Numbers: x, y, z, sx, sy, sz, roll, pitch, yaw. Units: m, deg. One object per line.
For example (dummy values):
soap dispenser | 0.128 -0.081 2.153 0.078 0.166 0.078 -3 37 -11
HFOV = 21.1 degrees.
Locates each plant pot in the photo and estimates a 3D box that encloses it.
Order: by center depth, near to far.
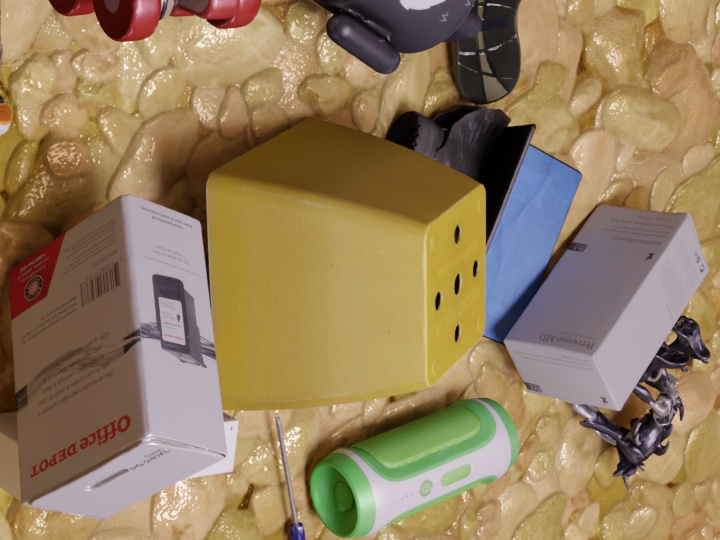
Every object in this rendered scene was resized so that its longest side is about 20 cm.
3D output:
plant pot | 0.000 0.000 1.583 0.200 0.175 0.202 -37 129 -60

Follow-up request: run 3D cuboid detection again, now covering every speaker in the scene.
speaker | 0.051 0.181 1.795 0.199 0.088 0.089 -18 115 -36

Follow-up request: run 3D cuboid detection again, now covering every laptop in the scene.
laptop | 0.150 -0.026 1.801 0.115 0.200 0.188 21 89 -9

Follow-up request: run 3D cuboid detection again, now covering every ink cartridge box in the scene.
ink cartridge box | -0.185 0.069 1.447 0.083 0.145 0.201 20 51 -44

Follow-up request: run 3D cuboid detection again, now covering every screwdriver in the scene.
screwdriver | -0.059 0.214 1.749 0.029 0.028 0.201 -49 137 -60

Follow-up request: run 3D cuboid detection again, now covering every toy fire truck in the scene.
toy fire truck | -0.151 -0.263 1.400 0.112 0.200 0.169 -12 115 -34

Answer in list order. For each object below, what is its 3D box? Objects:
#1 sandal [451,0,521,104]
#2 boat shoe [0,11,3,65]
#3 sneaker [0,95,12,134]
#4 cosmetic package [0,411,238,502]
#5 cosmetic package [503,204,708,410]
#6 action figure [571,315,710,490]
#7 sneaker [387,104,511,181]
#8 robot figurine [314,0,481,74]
sandal | 0.110 -0.245 1.734 0.079 0.057 0.202 -2 126 -10
boat shoe | -0.286 -0.161 1.394 0.075 0.072 0.202 1 103 -42
sneaker | -0.346 -0.104 1.325 0.199 0.076 0.092 20 109 -11
cosmetic package | -0.203 0.142 1.559 0.199 0.082 0.051 -5 106 -40
cosmetic package | 0.241 0.034 1.880 0.200 0.112 0.081 -52 132 -32
action figure | 0.284 0.130 1.981 0.119 0.102 0.201 -33 150 -41
sneaker | 0.061 -0.065 1.742 0.104 0.060 0.201 22 83 -40
robot figurine | 0.023 -0.256 1.601 0.125 0.151 0.199 -41 138 22
